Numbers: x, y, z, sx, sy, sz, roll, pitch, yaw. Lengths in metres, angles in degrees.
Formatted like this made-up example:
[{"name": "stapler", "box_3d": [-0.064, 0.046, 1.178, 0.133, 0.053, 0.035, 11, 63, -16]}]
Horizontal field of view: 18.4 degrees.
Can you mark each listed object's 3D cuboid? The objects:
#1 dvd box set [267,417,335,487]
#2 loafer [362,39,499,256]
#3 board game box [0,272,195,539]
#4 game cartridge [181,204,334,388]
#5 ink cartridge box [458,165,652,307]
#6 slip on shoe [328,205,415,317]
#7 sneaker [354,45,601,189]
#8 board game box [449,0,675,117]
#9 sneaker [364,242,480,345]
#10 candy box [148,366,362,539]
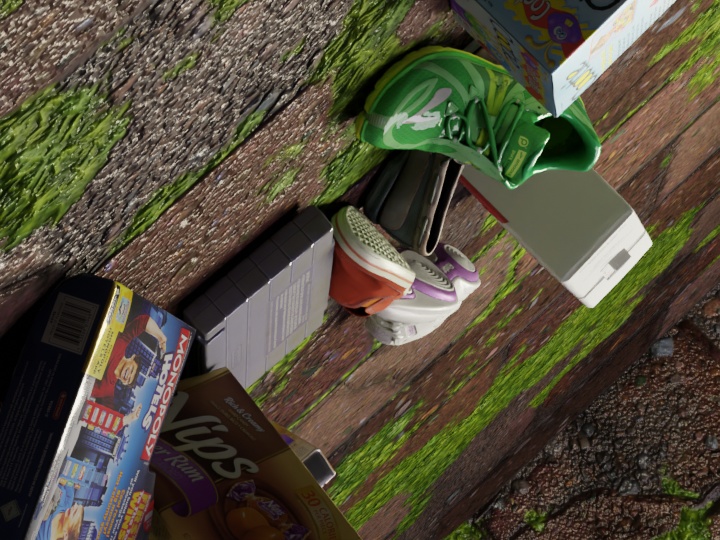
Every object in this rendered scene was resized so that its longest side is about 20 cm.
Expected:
[{"name": "dvd box set", "box_3d": [-0.118, 0.165, 1.670, 0.146, 0.029, 0.200, -40, -156, -14]}, {"name": "loafer", "box_3d": [0.070, -0.090, 1.636, 0.072, 0.063, 0.200, -32, 162, -42]}, {"name": "board game box", "box_3d": [-0.177, 0.114, 1.401, 0.200, 0.061, 0.201, 44, 64, -71]}, {"name": "game cartridge", "box_3d": [-0.076, 0.032, 1.641, 0.130, 0.038, 0.200, -44, 167, -18]}, {"name": "ink cartridge box", "box_3d": [0.156, -0.055, 1.827, 0.084, 0.144, 0.200, -45, 167, 3]}, {"name": "slip on shoe", "box_3d": [0.000, 0.000, 1.697, 0.061, 0.074, 0.200, -41, 171, -3]}, {"name": "sneaker", "box_3d": [0.087, -0.103, 1.526, 0.199, 0.084, 0.074, 0, 126, -35]}, {"name": "board game box", "box_3d": [0.161, -0.215, 1.446, 0.200, 0.103, 0.105, -44, 167, -4]}, {"name": "sneaker", "box_3d": [0.040, 0.032, 1.890, 0.100, 0.075, 0.200, -50, 166, 16]}, {"name": "candy box", "box_3d": [-0.097, 0.157, 1.529, 0.116, 0.200, 0.057, -15, 134, -27]}]
